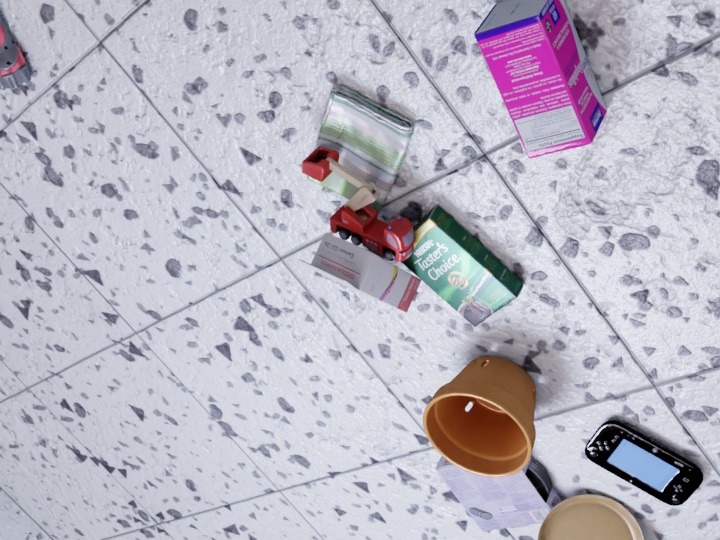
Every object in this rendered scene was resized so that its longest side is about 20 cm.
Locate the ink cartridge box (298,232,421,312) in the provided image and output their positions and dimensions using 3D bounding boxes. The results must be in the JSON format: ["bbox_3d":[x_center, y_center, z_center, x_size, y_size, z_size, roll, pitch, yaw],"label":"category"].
[{"bbox_3d":[0.000,0.000,1.724,0.116,0.068,0.200,23,178,35],"label":"ink cartridge box"}]

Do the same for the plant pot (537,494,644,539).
[{"bbox_3d":[0.434,0.522,1.959,0.200,0.027,0.201,0,88,8],"label":"plant pot"}]

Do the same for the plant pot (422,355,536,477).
[{"bbox_3d":[0.228,0.248,1.844,0.200,0.140,0.200,16,132,19],"label":"plant pot"}]

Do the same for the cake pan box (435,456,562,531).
[{"bbox_3d":[0.274,0.422,2.026,0.200,0.052,0.184,-22,115,40],"label":"cake pan box"}]

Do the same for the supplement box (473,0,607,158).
[{"bbox_3d":[0.251,-0.270,1.427,0.103,0.101,0.200,-9,122,34],"label":"supplement box"}]

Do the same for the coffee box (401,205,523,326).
[{"bbox_3d":[0.160,-0.004,1.739,0.200,0.044,0.123,42,136,-7],"label":"coffee box"}]

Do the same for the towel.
[{"bbox_3d":[-0.006,-0.191,1.691,0.149,0.031,0.200,29,135,7],"label":"towel"}]

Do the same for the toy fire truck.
[{"bbox_3d":[-0.001,-0.107,1.692,0.200,0.049,0.141,25,140,23],"label":"toy fire truck"}]

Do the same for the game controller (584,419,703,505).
[{"bbox_3d":[0.500,0.340,1.833,0.200,0.042,0.104,29,135,5],"label":"game controller"}]

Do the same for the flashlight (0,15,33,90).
[{"bbox_3d":[-0.655,-0.421,1.840,0.068,0.068,0.200,38,154,49],"label":"flashlight"}]
